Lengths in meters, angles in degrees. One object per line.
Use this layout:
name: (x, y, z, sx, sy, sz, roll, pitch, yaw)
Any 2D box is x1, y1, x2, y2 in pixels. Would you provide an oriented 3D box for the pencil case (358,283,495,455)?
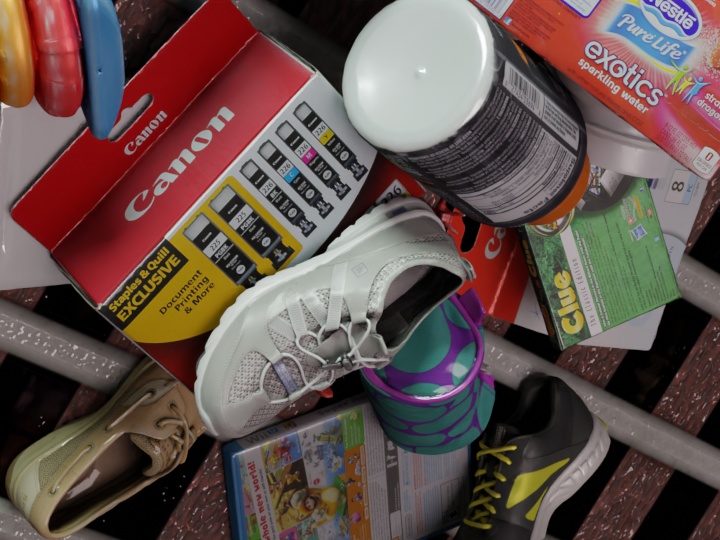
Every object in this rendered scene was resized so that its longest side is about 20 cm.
pencil case: (0.047, 0.069, 1.459, 0.092, 0.085, 0.200, -28, 166, -2)

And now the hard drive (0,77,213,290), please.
hard drive: (-0.146, -0.059, 1.369, 0.199, 0.026, 0.133, -6, 117, -31)

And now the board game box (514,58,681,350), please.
board game box: (0.155, -0.055, 1.524, 0.104, 0.023, 0.201, -22, 104, -18)

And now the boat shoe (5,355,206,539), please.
boat shoe: (-0.141, 0.112, 1.436, 0.199, 0.064, 0.072, -37, 129, -12)

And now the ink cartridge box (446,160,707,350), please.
ink cartridge box: (0.156, -0.028, 1.572, 0.199, 0.047, 0.161, 5, 110, -37)

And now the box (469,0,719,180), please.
box: (0.171, -0.159, 1.342, 0.199, 0.096, 0.100, 37, 106, 0)

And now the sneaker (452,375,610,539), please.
sneaker: (0.107, 0.163, 1.617, 0.200, 0.074, 0.085, -52, 123, -28)

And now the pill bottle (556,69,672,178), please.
pill bottle: (0.198, -0.170, 1.444, 0.112, 0.112, 0.201, 4, 110, -35)

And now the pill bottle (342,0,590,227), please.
pill bottle: (0.078, -0.091, 1.356, 0.107, 0.106, 0.200, -54, 147, 2)

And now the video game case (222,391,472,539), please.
video game case: (-0.005, 0.158, 1.582, 0.199, 0.018, 0.144, -19, 124, -25)

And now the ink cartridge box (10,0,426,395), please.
ink cartridge box: (-0.089, -0.042, 1.343, 0.200, 0.084, 0.176, -48, 130, -2)

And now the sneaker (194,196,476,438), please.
sneaker: (-0.017, 0.034, 1.323, 0.200, 0.082, 0.075, -42, 132, -7)

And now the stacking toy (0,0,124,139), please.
stacking toy: (-0.244, -0.129, 1.231, 0.199, 0.110, 0.117, -13, 133, -15)

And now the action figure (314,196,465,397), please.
action figure: (0.000, 0.000, 1.454, 0.065, 0.099, 0.201, 7, 107, -37)

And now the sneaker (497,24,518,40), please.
sneaker: (0.108, -0.243, 1.409, 0.088, 0.074, 0.201, 0, 117, -30)
